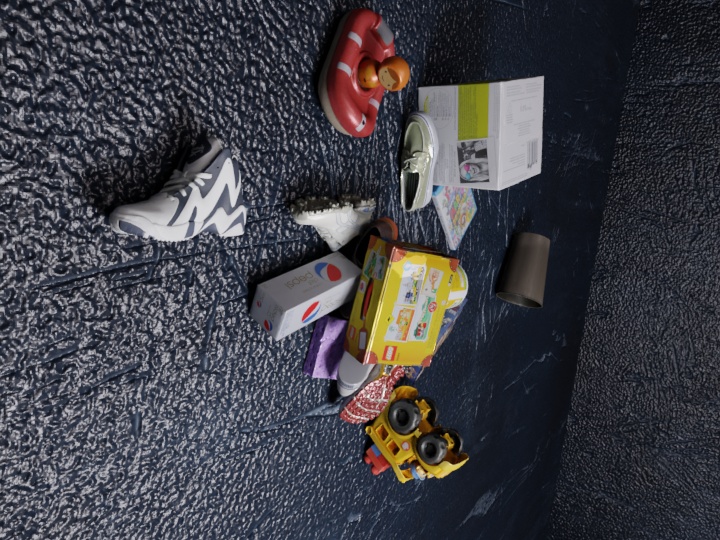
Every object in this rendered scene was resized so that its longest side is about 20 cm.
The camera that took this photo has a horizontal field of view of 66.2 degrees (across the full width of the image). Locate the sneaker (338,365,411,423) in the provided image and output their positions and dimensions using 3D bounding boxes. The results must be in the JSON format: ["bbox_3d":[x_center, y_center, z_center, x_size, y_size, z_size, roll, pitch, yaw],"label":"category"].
[{"bbox_3d":[0.028,0.209,1.074,0.201,0.082,0.078,-50,122,-6],"label":"sneaker"}]

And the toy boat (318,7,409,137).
[{"bbox_3d":[0.020,-0.316,0.893,0.130,0.129,0.204,30,76,-54],"label":"toy boat"}]

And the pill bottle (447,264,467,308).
[{"bbox_3d":[0.146,0.034,1.205,0.198,0.110,0.113,-3,104,-54],"label":"pill bottle"}]

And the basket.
[{"bbox_3d":[0.511,-0.004,1.706,0.179,0.134,0.204,26,76,-49],"label":"basket"}]

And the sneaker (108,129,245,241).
[{"bbox_3d":[-0.214,-0.107,0.672,0.198,0.078,0.132,-8,106,-54],"label":"sneaker"}]

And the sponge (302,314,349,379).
[{"bbox_3d":[-0.028,0.154,1.065,0.199,0.029,0.114,22,83,-55],"label":"sponge"}]

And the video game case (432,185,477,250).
[{"bbox_3d":[0.230,-0.169,1.342,0.144,0.018,0.201,-57,141,-25],"label":"video game case"}]

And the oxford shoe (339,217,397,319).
[{"bbox_3d":[0.000,0.000,0.991,0.072,0.070,0.203,-24,137,-66],"label":"oxford shoe"}]

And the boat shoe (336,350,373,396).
[{"bbox_3d":[0.008,0.145,1.035,0.066,0.071,0.202,110,3,-51],"label":"boat shoe"}]

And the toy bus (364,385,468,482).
[{"bbox_3d":[0.104,0.384,1.192,0.193,0.200,0.135,-49,151,13],"label":"toy bus"}]

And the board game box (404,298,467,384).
[{"bbox_3d":[0.178,0.160,1.311,0.200,0.034,0.137,-46,161,-37],"label":"board game box"}]

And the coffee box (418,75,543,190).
[{"bbox_3d":[0.253,-0.293,1.164,0.198,0.195,0.204,-23,116,-44],"label":"coffee box"}]

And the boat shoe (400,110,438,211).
[{"bbox_3d":[0.114,-0.215,1.115,0.062,0.071,0.203,-37,132,-45],"label":"boat shoe"}]

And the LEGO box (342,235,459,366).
[{"bbox_3d":[0.069,0.057,0.951,0.147,0.077,0.204,9,101,-34],"label":"LEGO box"}]

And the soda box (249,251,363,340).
[{"bbox_3d":[-0.083,0.035,0.901,0.199,0.068,0.064,-26,147,-49],"label":"soda box"}]

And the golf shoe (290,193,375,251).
[{"bbox_3d":[-0.044,-0.076,0.934,0.198,0.077,0.099,-10,115,-52],"label":"golf shoe"}]
